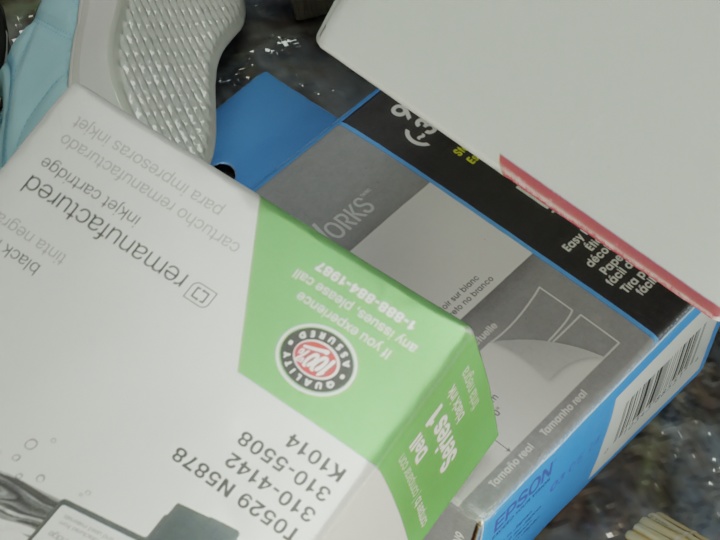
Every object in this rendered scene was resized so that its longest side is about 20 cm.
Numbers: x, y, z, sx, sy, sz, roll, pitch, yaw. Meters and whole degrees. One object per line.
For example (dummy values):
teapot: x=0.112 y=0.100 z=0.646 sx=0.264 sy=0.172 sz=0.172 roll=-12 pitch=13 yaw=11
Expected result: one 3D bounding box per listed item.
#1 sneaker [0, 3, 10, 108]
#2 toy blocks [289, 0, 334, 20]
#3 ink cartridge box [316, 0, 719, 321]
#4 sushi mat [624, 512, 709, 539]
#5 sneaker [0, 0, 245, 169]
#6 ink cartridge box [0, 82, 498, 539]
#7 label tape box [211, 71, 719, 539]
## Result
sneaker: x=-0.189 y=-0.044 z=0.753 sx=0.074 sy=0.079 sz=0.200 roll=31 pitch=52 yaw=19
toy blocks: x=-0.025 y=-0.194 z=0.837 sx=0.100 sy=0.137 sz=0.200 roll=-15 pitch=66 yaw=-1
ink cartridge box: x=0.095 y=-0.061 z=0.700 sx=0.145 sy=0.083 sz=0.200 roll=35 pitch=14 yaw=15
sushi mat: x=0.130 y=0.134 z=0.651 sx=0.200 sy=0.012 sz=0.096 roll=25 pitch=50 yaw=39
sneaker: x=-0.095 y=-0.077 z=0.800 sx=0.082 sy=0.074 sz=0.200 roll=-30 pitch=24 yaw=20
ink cartridge box: x=-0.078 y=0.073 z=0.629 sx=0.146 sy=0.084 sz=0.200 roll=31 pitch=73 yaw=18
label tape box: x=0.000 y=0.000 z=0.753 sx=0.200 sy=0.063 sz=0.144 roll=35 pitch=54 yaw=19
